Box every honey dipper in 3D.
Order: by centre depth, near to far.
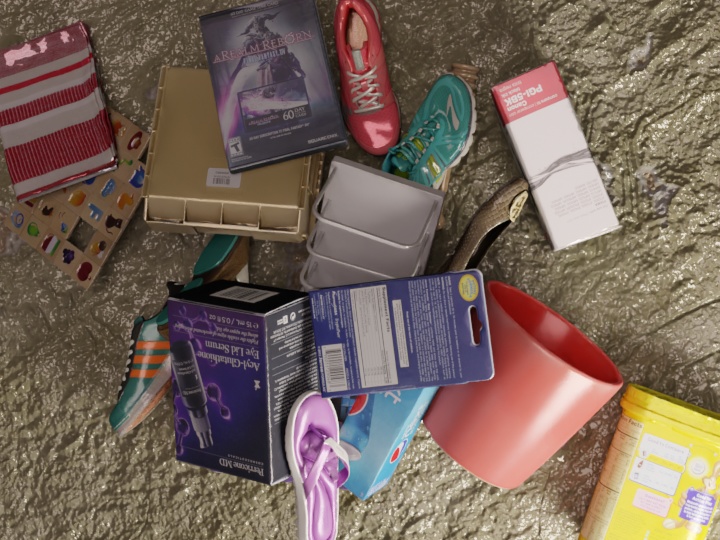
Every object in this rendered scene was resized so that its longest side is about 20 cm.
[{"bbox_3d":[0.111,-0.149,1.658,0.037,0.038,0.203,10,95,7],"label":"honey dipper"}]

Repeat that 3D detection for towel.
[{"bbox_3d":[-0.386,-0.200,1.698,0.142,0.023,0.202,-19,75,8],"label":"towel"}]

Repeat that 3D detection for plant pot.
[{"bbox_3d":[0.175,0.140,1.579,0.200,0.200,0.178,36,104,5],"label":"plant pot"}]

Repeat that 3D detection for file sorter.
[{"bbox_3d":[0.000,0.000,1.581,0.137,0.125,0.202,18,126,6],"label":"file sorter"}]

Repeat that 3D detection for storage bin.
[{"bbox_3d":[-0.147,-0.135,1.631,0.197,0.094,0.201,5,75,6],"label":"storage bin"}]

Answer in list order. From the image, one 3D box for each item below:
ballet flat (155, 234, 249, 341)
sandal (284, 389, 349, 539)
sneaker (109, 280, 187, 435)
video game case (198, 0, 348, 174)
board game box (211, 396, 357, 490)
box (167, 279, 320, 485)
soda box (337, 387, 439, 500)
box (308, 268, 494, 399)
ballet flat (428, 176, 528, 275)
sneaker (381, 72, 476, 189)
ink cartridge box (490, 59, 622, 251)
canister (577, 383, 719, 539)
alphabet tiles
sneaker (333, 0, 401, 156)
[{"bbox_3d":[-0.175,0.023,1.648,0.067,0.201,0.073,-17,122,40],"label":"ballet flat"},{"bbox_3d":[-0.039,0.228,1.533,0.049,0.082,0.205,13,118,35],"label":"sandal"},{"bbox_3d":[-0.259,0.105,1.686,0.079,0.071,0.201,35,86,6],"label":"sneaker"},{"bbox_3d":[-0.103,-0.223,1.595,0.141,0.019,0.203,-13,73,1],"label":"video game case"},{"bbox_3d":[-0.075,0.174,1.669,0.197,0.057,0.168,6,90,7],"label":"board game box"},{"bbox_3d":[-0.129,0.124,1.551,0.146,0.104,0.203,7,105,34],"label":"box"},{"bbox_3d":[0.033,0.160,1.562,0.068,0.064,0.202,34,112,18],"label":"soda box"},{"bbox_3d":[0.046,0.069,1.483,0.197,0.032,0.123,-7,89,19],"label":"box"},{"bbox_3d":[0.129,-0.019,1.535,0.046,0.067,0.201,44,104,24],"label":"ballet flat"},{"bbox_3d":[0.072,-0.138,1.614,0.077,0.079,0.202,34,107,24],"label":"sneaker"},{"bbox_3d":[0.225,-0.127,1.585,0.082,0.147,0.202,-22,87,6],"label":"ink cartridge box"},{"bbox_3d":[0.351,0.253,1.604,0.147,0.087,0.202,20,94,6],"label":"canister"},{"bbox_3d":[-0.342,-0.103,1.695,0.166,0.008,0.201,34,94,27],"label":"alphabet tiles"},{"bbox_3d":[-0.001,-0.236,1.642,0.073,0.087,0.203,-12,89,8],"label":"sneaker"}]
